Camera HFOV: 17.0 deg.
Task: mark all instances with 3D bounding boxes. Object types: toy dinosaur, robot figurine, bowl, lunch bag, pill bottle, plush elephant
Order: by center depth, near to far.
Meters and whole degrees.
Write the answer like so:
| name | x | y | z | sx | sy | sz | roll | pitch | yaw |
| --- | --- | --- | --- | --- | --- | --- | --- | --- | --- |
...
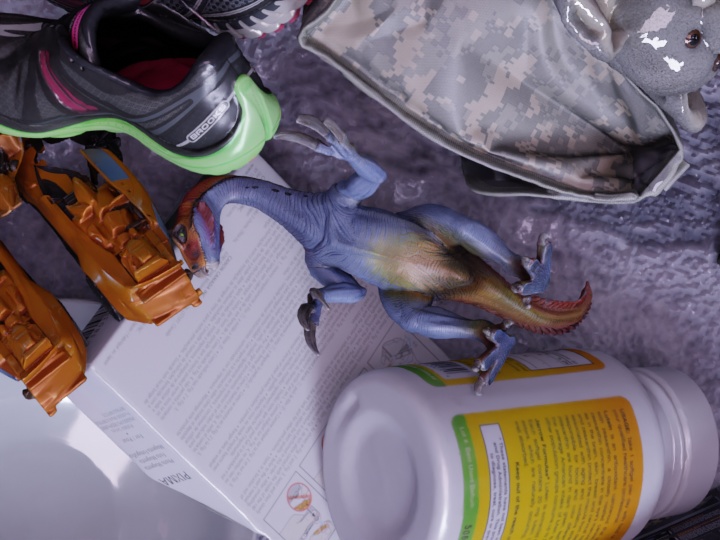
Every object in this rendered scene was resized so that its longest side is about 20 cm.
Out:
| name | x | y | z | sx | sy | sz | roll | pitch | yaw |
| --- | --- | --- | --- | --- | --- | --- | --- | --- | --- |
| plush elephant | 0.161 | -0.149 | 1.105 | 0.199 | 0.164 | 0.156 | 0 | 84 | 33 |
| robot figurine | -0.171 | -0.022 | 1.234 | 0.145 | 0.200 | 0.058 | -37 | 140 | -9 |
| lunch bag | 0.073 | -0.112 | 1.237 | 0.199 | 0.164 | 0.118 | 34 | 104 | -10 |
| toy dinosaur | 0.000 | 0.000 | 1.241 | 0.181 | 0.200 | 0.106 | 21 | 83 | 26 |
| pill bottle | 0.089 | 0.100 | 1.272 | 0.199 | 0.111 | 0.112 | -4 | 100 | -35 |
| bowl | -0.161 | 0.122 | 1.278 | 0.200 | 0.090 | 0.203 | 8 | 69 | -22 |

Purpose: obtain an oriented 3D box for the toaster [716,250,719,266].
| name | x | y | z | sx | sy | sz | roll | pitch | yaw |
| --- | --- | --- | --- | --- | --- | --- | --- | --- | --- |
| toaster | 0.266 | -0.091 | 1.259 | 0.118 | 0.200 | 0.182 | 0 | 90 | -7 |

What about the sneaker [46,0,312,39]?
| name | x | y | z | sx | sy | sz | roll | pitch | yaw |
| --- | --- | --- | --- | --- | --- | --- | --- | --- | --- |
| sneaker | -0.096 | -0.159 | 1.212 | 0.199 | 0.074 | 0.081 | -6 | 71 | 37 |

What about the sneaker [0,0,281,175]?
| name | x | y | z | sx | sy | sz | roll | pitch | yaw |
| --- | --- | --- | --- | --- | --- | --- | --- | --- | --- |
| sneaker | -0.129 | -0.108 | 1.198 | 0.199 | 0.077 | 0.084 | 11 | 139 | 28 |

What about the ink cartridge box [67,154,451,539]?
| name | x | y | z | sx | sy | sz | roll | pitch | yaw |
| --- | --- | --- | --- | --- | --- | --- | --- | --- | --- |
| ink cartridge box | -0.045 | 0.061 | 1.285 | 0.200 | 0.057 | 0.163 | 48 | 58 | -22 |

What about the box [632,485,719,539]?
| name | x | y | z | sx | sy | sz | roll | pitch | yaw |
| --- | --- | --- | --- | --- | --- | --- | --- | --- | --- |
| box | 0.129 | 0.188 | 1.293 | 0.199 | 0.158 | 0.049 | -23 | 95 | -2 |
